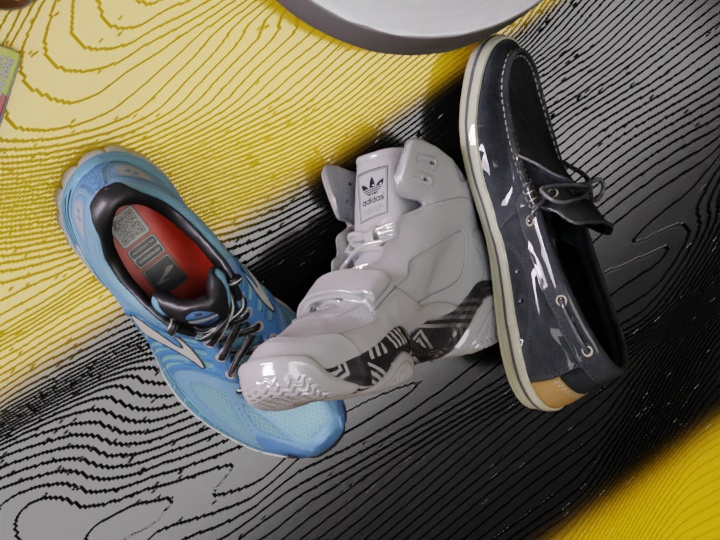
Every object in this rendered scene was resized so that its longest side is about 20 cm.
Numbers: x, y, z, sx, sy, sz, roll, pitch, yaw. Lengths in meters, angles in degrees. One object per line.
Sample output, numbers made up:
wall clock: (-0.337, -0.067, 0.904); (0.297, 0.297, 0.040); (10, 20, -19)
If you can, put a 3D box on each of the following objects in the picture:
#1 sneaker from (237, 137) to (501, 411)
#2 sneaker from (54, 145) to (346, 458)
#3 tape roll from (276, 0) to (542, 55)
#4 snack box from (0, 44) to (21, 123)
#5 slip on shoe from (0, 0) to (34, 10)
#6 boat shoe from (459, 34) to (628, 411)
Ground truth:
sneaker: (0.000, 0.000, 0.980); (0.200, 0.075, 0.115); (-17, 92, -50)
sneaker: (-0.082, 0.027, 0.992); (0.078, 0.090, 0.200); (-44, 105, -2)
tape roll: (0.027, -0.212, 0.979); (0.200, 0.066, 0.201); (0, 88, -7)
snack box: (-0.268, -0.037, 0.969); (0.142, 0.053, 0.200); (18, 93, -11)
slip on shoe: (-0.238, -0.200, 0.954); (0.200, 0.076, 0.061); (24, 53, -5)
boat shoe: (0.098, -0.029, 1.008); (0.062, 0.075, 0.200); (-16, 78, 31)
